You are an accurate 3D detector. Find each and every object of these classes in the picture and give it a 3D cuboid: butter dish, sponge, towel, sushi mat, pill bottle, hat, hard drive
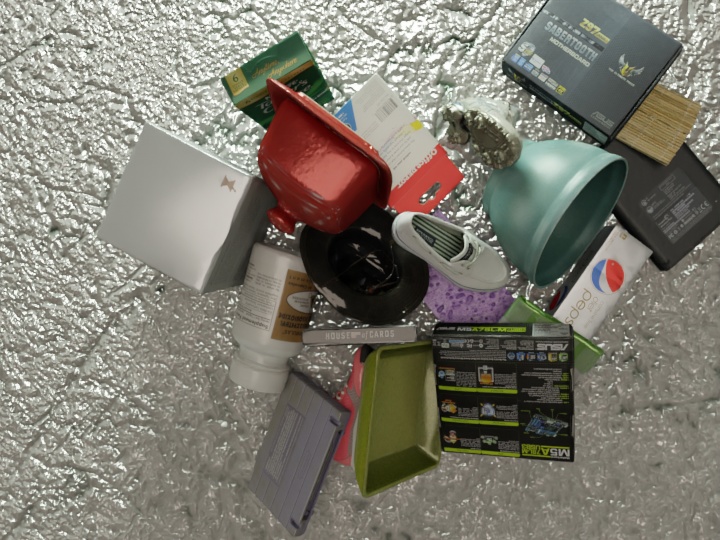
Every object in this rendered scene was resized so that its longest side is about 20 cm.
[{"bbox_3d":[-0.068,-0.116,0.794,0.197,0.200,0.149,36,83,4],"label":"butter dish"},{"bbox_3d":[0.144,0.020,0.922,0.111,0.030,0.201,-41,88,5],"label":"sponge"},{"bbox_3d":[0.236,0.153,0.880,0.147,0.031,0.203,31,119,4],"label":"towel"},{"bbox_3d":[0.382,-0.242,0.876,0.198,0.012,0.097,34,91,16],"label":"sushi mat"},{"bbox_3d":[-0.131,0.071,0.904,0.111,0.114,0.206,16,93,4],"label":"pill bottle"},{"bbox_3d":[0.000,0.000,0.881,0.194,0.081,0.206,7,60,-12],"label":"hat"},{"bbox_3d":[0.437,-0.123,0.891,0.139,0.033,0.201,-40,89,5],"label":"hard drive"}]

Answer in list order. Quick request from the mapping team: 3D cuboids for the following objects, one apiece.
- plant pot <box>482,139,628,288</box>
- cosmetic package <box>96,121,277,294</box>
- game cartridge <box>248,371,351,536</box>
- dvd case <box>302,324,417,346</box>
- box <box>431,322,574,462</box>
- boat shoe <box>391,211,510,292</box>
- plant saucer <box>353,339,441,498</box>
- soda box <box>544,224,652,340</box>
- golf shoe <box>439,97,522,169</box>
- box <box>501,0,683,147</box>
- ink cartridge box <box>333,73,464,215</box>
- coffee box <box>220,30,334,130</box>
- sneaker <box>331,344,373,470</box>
[{"bbox_3d":[0.256,-0.099,0.842,0.134,0.200,0.202,41,95,29],"label":"plant pot"},{"bbox_3d":[-0.230,-0.083,0.863,0.163,0.200,0.171,27,93,3],"label":"cosmetic package"},{"bbox_3d":[-0.096,0.273,0.914,0.128,0.038,0.205,29,101,43],"label":"game cartridge"},{"bbox_3d":[0.006,0.092,0.850,0.145,0.200,0.026,-3,84,4],"label":"dvd case"},{"bbox_3d":[0.205,0.173,0.863,0.194,0.048,0.199,-2,111,19],"label":"box"},{"bbox_3d":[0.136,-0.022,0.852,0.195,0.067,0.076,21,82,-15],"label":"boat shoe"},{"bbox_3d":[0.057,0.200,0.876,0.047,0.197,0.207,8,94,39],"label":"plant saucer"},{"bbox_3d":[0.337,0.035,0.890,0.067,0.064,0.202,34,95,2],"label":"soda box"},{"bbox_3d":[0.187,-0.207,0.835,0.095,0.201,0.080,-22,122,-5],"label":"golf shoe"},{"bbox_3d":[0.327,-0.303,0.865,0.199,0.051,0.159,41,94,15],"label":"box"},{"bbox_3d":[0.051,-0.174,0.903,0.116,0.067,0.201,-42,89,6],"label":"ink cartridge box"},{"bbox_3d":[-0.109,-0.255,0.847,0.121,0.200,0.045,-28,89,5],"label":"coffee box"},{"bbox_3d":[-0.020,0.208,0.910,0.084,0.074,0.206,9,106,14],"label":"sneaker"}]
